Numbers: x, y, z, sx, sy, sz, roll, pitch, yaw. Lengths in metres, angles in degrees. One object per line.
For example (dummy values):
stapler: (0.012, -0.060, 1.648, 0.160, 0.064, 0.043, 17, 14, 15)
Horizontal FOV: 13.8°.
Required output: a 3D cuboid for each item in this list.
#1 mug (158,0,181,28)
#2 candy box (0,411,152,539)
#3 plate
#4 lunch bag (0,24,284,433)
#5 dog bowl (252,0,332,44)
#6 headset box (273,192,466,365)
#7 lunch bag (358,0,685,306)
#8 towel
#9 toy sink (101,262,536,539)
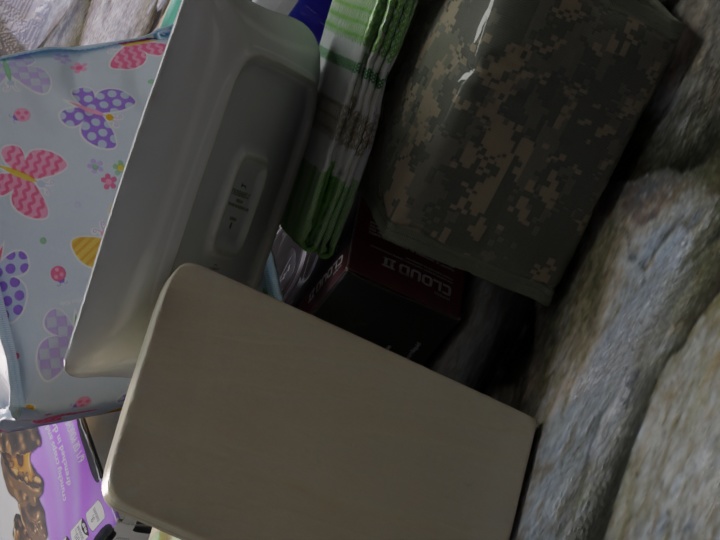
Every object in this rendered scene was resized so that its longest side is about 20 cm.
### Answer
mug: (-0.078, -0.178, 2.177, 0.186, 0.114, 0.152, -59, 16, 26)
candy box: (-0.188, 0.138, 1.736, 0.200, 0.071, 0.168, -48, 50, 33)
plate: (-0.072, -0.036, 1.474, 0.199, 0.032, 0.201, 15, -85, -76)
lunch bag: (-0.142, -0.025, 1.629, 0.127, 0.169, 0.201, 155, 103, -69)
dog bowl: (-0.036, -0.132, 1.800, 0.201, 0.079, 0.200, -55, 2, 3)
headset box: (0.000, 0.000, 1.709, 0.149, 0.077, 0.201, -53, 20, 42)
lunch bag: (0.068, -0.098, 1.545, 0.165, 0.117, 0.200, -64, 19, 13)
towel: (0.001, -0.111, 1.545, 0.149, 0.031, 0.201, -130, 57, -78)
toy sink: (-0.036, 0.107, 1.430, 0.112, 0.199, 0.131, -41, 29, 56)
